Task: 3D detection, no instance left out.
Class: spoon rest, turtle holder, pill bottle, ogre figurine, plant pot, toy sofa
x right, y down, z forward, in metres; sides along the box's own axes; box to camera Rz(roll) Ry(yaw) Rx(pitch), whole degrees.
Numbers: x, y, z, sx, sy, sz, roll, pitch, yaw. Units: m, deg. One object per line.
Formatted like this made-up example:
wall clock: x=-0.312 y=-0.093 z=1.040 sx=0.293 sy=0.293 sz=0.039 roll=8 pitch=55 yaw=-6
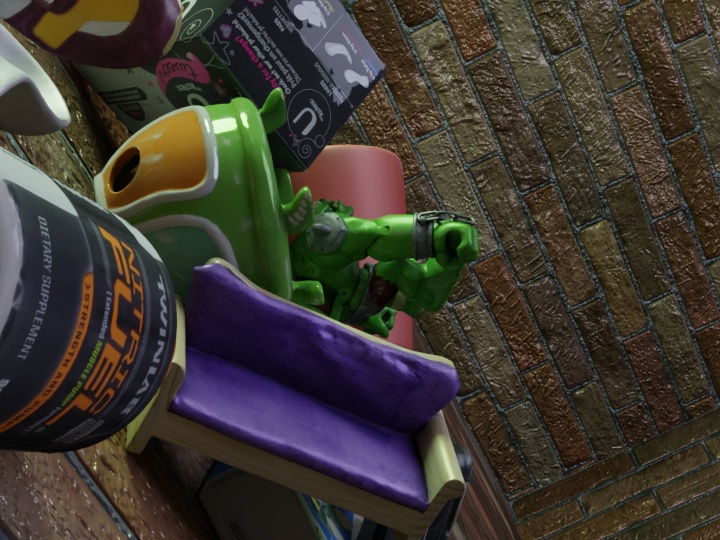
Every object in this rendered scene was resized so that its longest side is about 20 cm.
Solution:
spoon rest: x=-0.192 y=-0.098 z=0.608 sx=0.099 sy=0.061 sz=0.200 roll=49 pitch=12 yaw=-19
turtle holder: x=-0.102 y=-0.027 z=0.798 sx=0.186 sy=0.131 sz=0.142 roll=102 pitch=-25 yaw=-70
pill bottle: x=-0.134 y=0.015 z=0.457 sx=0.200 sy=0.106 sz=0.107 roll=43 pitch=22 yaw=-76
ogre figurine: x=0.000 y=0.000 z=0.895 sx=0.200 sy=0.119 sz=0.099 roll=-177 pitch=-82 yaw=-73
plant pot: x=-0.040 y=0.005 z=1.080 sx=0.200 sy=0.199 sz=0.178 roll=47 pitch=30 yaw=-74
toy sofa: x=-0.033 y=0.081 z=0.716 sx=0.199 sy=0.098 sz=0.083 roll=25 pitch=22 yaw=-19

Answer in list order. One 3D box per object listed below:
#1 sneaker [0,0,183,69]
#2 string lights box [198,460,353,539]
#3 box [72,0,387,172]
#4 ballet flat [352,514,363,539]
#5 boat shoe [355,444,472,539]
sneaker: x=-0.190 y=-0.170 z=0.637 sx=0.199 sy=0.075 sz=0.090 roll=28 pitch=5 yaw=9
string lights box: x=-0.053 y=0.160 z=0.850 sx=0.103 sy=0.059 sz=0.200 roll=64 pitch=5 yaw=-7
box: x=-0.105 y=-0.154 z=0.909 sx=0.199 sy=0.115 sz=0.132 roll=3 pitch=-41 yaw=50
ballet flat: x=-0.027 y=0.175 z=0.995 sx=0.201 sy=0.073 sz=0.073 roll=61 pitch=3 yaw=26
boat shoe: x=0.032 y=0.210 z=0.885 sx=0.074 sy=0.068 sz=0.200 roll=44 pitch=-53 yaw=51
